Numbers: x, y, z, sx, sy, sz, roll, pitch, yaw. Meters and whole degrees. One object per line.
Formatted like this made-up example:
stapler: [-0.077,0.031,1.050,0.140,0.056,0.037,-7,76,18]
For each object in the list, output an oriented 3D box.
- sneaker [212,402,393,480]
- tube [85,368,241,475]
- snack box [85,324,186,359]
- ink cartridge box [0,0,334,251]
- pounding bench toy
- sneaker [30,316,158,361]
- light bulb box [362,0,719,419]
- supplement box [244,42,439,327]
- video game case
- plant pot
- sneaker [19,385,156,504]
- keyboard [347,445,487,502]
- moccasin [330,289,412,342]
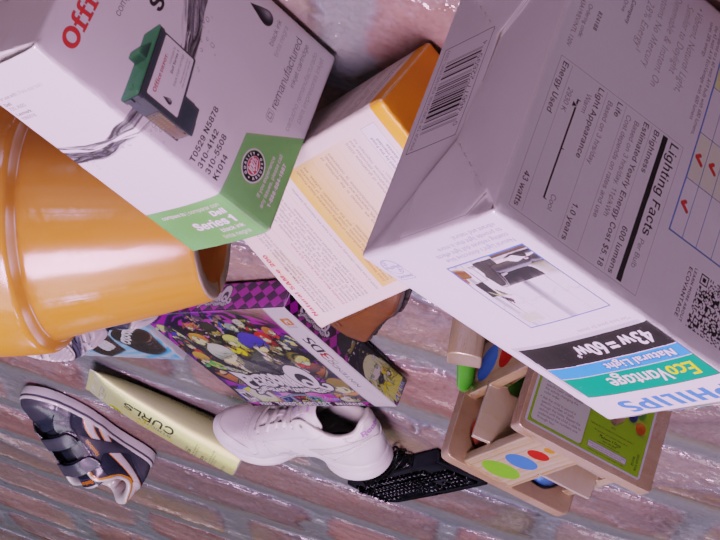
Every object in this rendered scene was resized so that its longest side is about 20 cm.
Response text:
sneaker: [-0.064,0.156,1.602,0.198,0.075,0.100,5,138,20]
tube: [-0.222,0.168,1.754,0.199,0.052,0.058,28,114,-4]
snack box: [-0.277,0.045,1.557,0.199,0.037,0.116,0,147,37]
ink cartridge box: [-0.128,-0.130,0.972,0.084,0.147,0.200,-9,143,44]
pounding bench toy: [0.128,0.096,1.255,0.199,0.125,0.156,28,154,-15]
sneaker: [-0.281,0.016,1.384,0.129,0.199,0.080,20,117,30]
light bulb box: [0.139,-0.051,0.869,0.199,0.200,0.124,33,154,-24]
supplement box: [0.007,-0.053,1.050,0.126,0.074,0.199,50,140,-14]
video game case: [-0.084,0.073,1.471,0.199,0.036,0.181,-3,144,41]
plant pot: [-0.201,-0.036,1.185,0.181,0.202,0.201,-2,151,10]
sneaker: [-0.344,0.218,1.907,0.200,0.080,0.078,37,151,-27]
keyboard: [0.046,0.237,1.698,0.104,0.040,0.200,30,152,-20]
moccasin: [0.000,-0.002,1.228,0.077,0.074,0.201,16,163,-9]
